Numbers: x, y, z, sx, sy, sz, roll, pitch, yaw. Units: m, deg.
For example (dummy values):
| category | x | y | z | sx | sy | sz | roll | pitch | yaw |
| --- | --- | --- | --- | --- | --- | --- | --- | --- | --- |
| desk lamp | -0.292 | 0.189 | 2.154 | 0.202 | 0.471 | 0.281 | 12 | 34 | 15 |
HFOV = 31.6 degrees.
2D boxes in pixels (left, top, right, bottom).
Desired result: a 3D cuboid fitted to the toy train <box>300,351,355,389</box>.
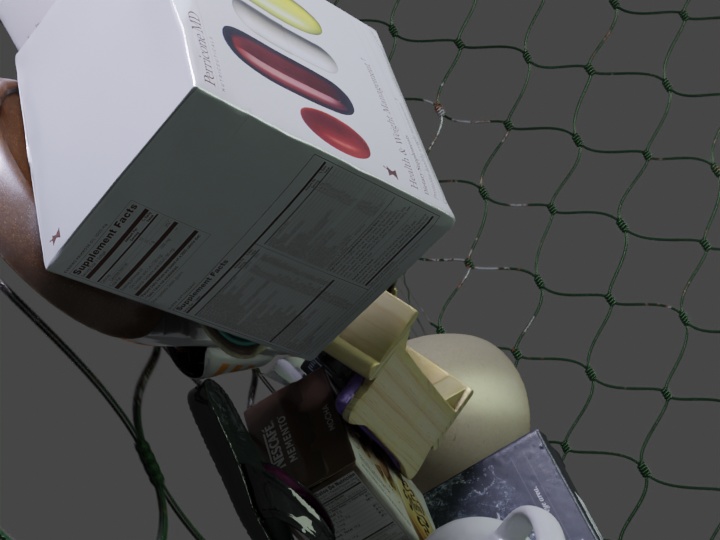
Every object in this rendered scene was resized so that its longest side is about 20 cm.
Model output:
| category | x | y | z | sx | sy | sz | roll | pitch | yaw |
| --- | --- | --- | --- | --- | --- | --- | --- | --- | --- |
| toy train | -0.074 | 0.044 | 1.150 | 0.200 | 0.046 | 0.034 | 42 | 20 | 15 |

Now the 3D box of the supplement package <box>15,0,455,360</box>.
| category | x | y | z | sx | sy | sz | roll | pitch | yaw |
| --- | --- | --- | --- | --- | --- | --- | --- | --- | --- |
| supplement package | -0.080 | -0.083 | 0.776 | 0.199 | 0.147 | 0.193 | 22 | 35 | -40 |

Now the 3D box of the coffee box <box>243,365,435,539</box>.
| category | x | y | z | sx | sy | sz | roll | pitch | yaw |
| --- | --- | --- | --- | --- | --- | --- | --- | --- | --- |
| coffee box | -0.006 | 0.191 | 1.048 | 0.201 | 0.079 | 0.114 | 56 | 8 | -38 |

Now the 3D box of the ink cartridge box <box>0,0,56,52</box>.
| category | x | y | z | sx | sy | sz | roll | pitch | yaw |
| --- | --- | --- | --- | --- | --- | --- | --- | --- | --- |
| ink cartridge box | -0.272 | -0.276 | 1.044 | 0.201 | 0.085 | 0.146 | 59 | 6 | -2 |

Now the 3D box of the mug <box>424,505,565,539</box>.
| category | x | y | z | sx | sy | sz | roll | pitch | yaw |
| --- | --- | --- | --- | --- | --- | --- | --- | --- | --- |
| mug | 0.100 | 0.262 | 0.936 | 0.146 | 0.201 | 0.176 | 17 | 36 | -12 |

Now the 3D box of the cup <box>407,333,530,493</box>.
| category | x | y | z | sx | sy | sz | roll | pitch | yaw |
| --- | --- | --- | --- | --- | --- | --- | --- | --- | --- |
| cup | 0.061 | 0.158 | 1.356 | 0.143 | 0.200 | 0.202 | 17 | 39 | -51 |

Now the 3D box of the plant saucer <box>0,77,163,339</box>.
| category | x | y | z | sx | sy | sz | roll | pitch | yaw |
| --- | --- | --- | --- | --- | --- | --- | --- | --- | --- |
| plant saucer | -0.184 | -0.048 | 0.805 | 0.201 | 0.032 | 0.201 | 49 | 16 | -19 |

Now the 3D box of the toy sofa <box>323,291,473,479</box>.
| category | x | y | z | sx | sy | sz | roll | pitch | yaw |
| --- | --- | --- | --- | --- | --- | --- | --- | --- | --- |
| toy sofa | 0.014 | 0.087 | 1.032 | 0.082 | 0.098 | 0.200 | 32 | -10 | 29 |

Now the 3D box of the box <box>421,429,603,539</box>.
| category | x | y | z | sx | sy | sz | roll | pitch | yaw |
| --- | --- | --- | --- | --- | --- | --- | --- | --- | --- |
| box | 0.132 | 0.287 | 1.158 | 0.198 | 0.199 | 0.117 | 62 | 6 | 25 |

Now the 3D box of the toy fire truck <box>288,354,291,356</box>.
| category | x | y | z | sx | sy | sz | roll | pitch | yaw |
| --- | --- | --- | --- | --- | --- | --- | --- | --- | --- |
| toy fire truck | -0.036 | 0.064 | 1.233 | 0.140 | 0.049 | 0.200 | 23 | -21 | 40 |

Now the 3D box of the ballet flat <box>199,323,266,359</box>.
| category | x | y | z | sx | sy | sz | roll | pitch | yaw |
| --- | --- | --- | --- | --- | --- | --- | --- | --- | --- |
| ballet flat | -0.103 | -0.016 | 0.890 | 0.063 | 0.067 | 0.202 | 105 | -33 | -56 |

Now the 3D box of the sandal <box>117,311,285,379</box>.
| category | x | y | z | sx | sy | sz | roll | pitch | yaw |
| --- | --- | --- | --- | --- | --- | --- | --- | --- | --- |
| sandal | -0.129 | 0.040 | 0.914 | 0.206 | 0.059 | 0.080 | 8 | 42 | -55 |

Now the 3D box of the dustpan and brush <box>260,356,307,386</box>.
| category | x | y | z | sx | sy | sz | roll | pitch | yaw |
| --- | --- | --- | --- | --- | --- | --- | --- | --- | --- |
| dustpan and brush | -0.038 | 0.127 | 1.209 | 0.139 | 0.057 | 0.200 | 39 | 11 | -7 |

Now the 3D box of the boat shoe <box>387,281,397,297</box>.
| category | x | y | z | sx | sy | sz | roll | pitch | yaw |
| --- | --- | --- | --- | --- | --- | --- | --- | --- | --- |
| boat shoe | 0.000 | 0.000 | 1.063 | 0.060 | 0.071 | 0.201 | 46 | -28 | 30 |

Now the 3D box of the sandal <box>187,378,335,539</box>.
| category | x | y | z | sx | sy | sz | roll | pitch | yaw |
| --- | --- | --- | --- | --- | --- | --- | --- | --- | --- |
| sandal | -0.059 | 0.162 | 0.907 | 0.202 | 0.048 | 0.075 | 61 | 6 | 10 |
